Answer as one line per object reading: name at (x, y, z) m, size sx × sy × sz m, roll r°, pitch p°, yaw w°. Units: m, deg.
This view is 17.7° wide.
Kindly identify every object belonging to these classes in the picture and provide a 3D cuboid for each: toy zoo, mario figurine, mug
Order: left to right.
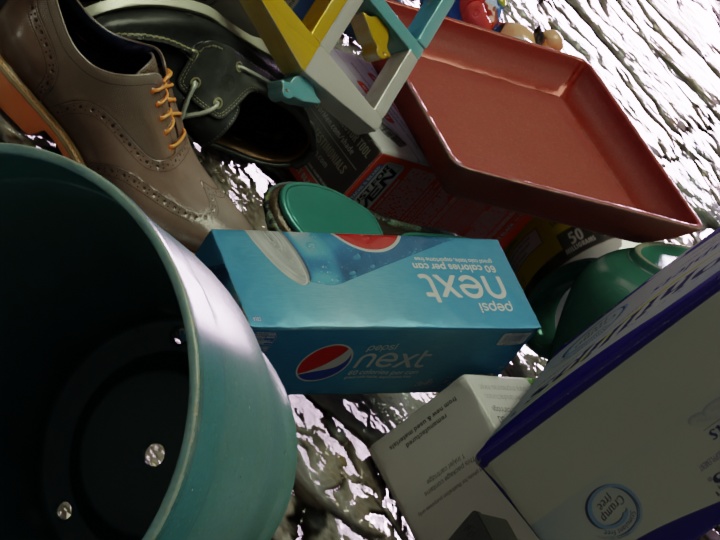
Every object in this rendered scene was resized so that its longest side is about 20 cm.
toy zoo at (-0.004, -0.177, 1.407) m, size 0.131 × 0.020 × 0.201 m, roll 49°, pitch 55°, yaw -28°
mario figurine at (0.104, -0.196, 1.779) m, size 0.201 × 0.106 × 0.123 m, roll 55°, pitch 23°, yaw 12°
mug at (0.184, 0.045, 1.461) m, size 0.184 × 0.115 × 0.152 m, roll 19°, pitch 17°, yaw 12°

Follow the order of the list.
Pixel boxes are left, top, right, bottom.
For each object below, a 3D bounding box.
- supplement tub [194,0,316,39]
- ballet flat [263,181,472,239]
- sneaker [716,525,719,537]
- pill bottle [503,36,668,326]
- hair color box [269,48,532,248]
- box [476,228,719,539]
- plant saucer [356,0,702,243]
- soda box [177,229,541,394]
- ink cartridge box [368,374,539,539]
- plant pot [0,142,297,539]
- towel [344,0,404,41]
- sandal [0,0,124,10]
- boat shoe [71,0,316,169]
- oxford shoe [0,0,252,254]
supplement tub at (-0.110, -0.220, 1.419) m, size 0.200 × 0.132 × 0.132 m, roll 33°, pitch 30°, yaw -35°
ballet flat at (0.000, 0.000, 1.385) m, size 0.199 × 0.074 × 0.075 m, roll 19°, pitch 40°, yaw -43°
sneaker at (0.265, 0.151, 1.643) m, size 0.200 × 0.075 × 0.088 m, roll -97°, pitch 170°, yaw -62°
pill bottle at (0.131, -0.063, 1.634) m, size 0.111 × 0.111 × 0.201 m, roll 13°, pitch 44°, yaw -53°
hair color box at (0.025, -0.078, 1.519) m, size 0.199 × 0.064 × 0.111 m, roll 14°, pitch 34°, yaw -54°
box at (0.184, 0.060, 1.255) m, size 0.105 × 0.184 × 0.200 m, roll 50°, pitch 24°, yaw -1°
plant saucer at (0.100, -0.092, 1.496) m, size 0.199 × 0.037 × 0.200 m, roll 13°, pitch 33°, yaw -31°
soda box at (-0.003, 0.024, 1.282) m, size 0.199 × 0.064 × 0.068 m, roll 2°, pitch 51°, yaw -36°
ink cartridge box at (0.112, 0.166, 1.327) m, size 0.145 × 0.084 × 0.201 m, roll 7°, pitch 49°, yaw -56°
plant pot at (-0.121, 0.067, 0.965) m, size 0.201 × 0.199 × 0.188 m, roll 61°, pitch 11°, yaw 20°
towel at (-0.047, -0.244, 1.652) m, size 0.199 × 0.048 × 0.112 m, roll 30°, pitch 31°, yaw -37°
sandal at (-0.139, -0.181, 1.307) m, size 0.199 × 0.077 × 0.043 m, roll -18°, pitch 26°, yaw -27°
boat shoe at (-0.097, -0.110, 1.361) m, size 0.199 × 0.072 × 0.068 m, roll 19°, pitch 46°, yaw -50°
oxford shoe at (-0.123, -0.076, 1.269) m, size 0.200 × 0.073 × 0.071 m, roll 43°, pitch 26°, yaw -18°
